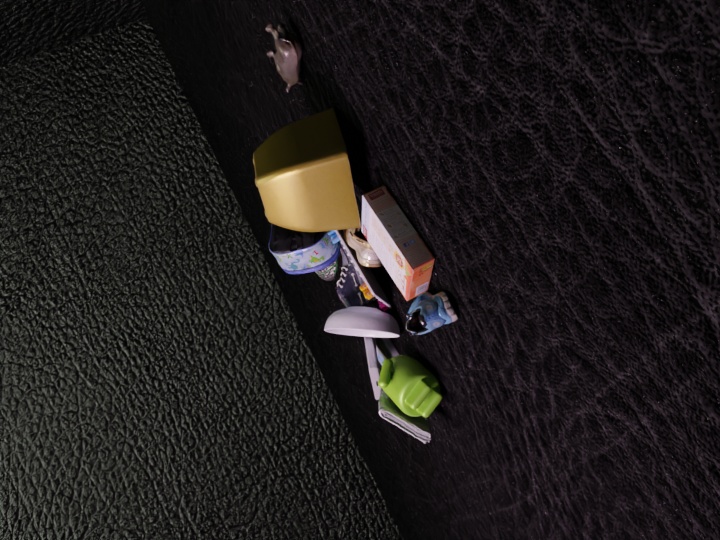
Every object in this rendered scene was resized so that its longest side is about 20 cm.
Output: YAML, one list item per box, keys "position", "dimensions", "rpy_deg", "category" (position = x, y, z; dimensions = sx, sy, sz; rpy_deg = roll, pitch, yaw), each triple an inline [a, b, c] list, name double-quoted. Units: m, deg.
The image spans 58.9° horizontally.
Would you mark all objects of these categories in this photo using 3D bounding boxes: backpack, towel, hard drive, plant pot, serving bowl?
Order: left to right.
- position: [-0.122, -0.200, 1.379]
  dimensions: [0.195, 0.198, 0.196]
  rpy_deg: [-105, 2, -47]
  category: "plant pot"
- position: [-0.135, -0.080, 1.650]
  dimensions: [0.201, 0.182, 0.148]
  rpy_deg: [-84, -24, -46]
  category: "backpack"
- position: [0.006, 0.132, 1.659]
  dimensions: [0.200, 0.198, 0.066]
  rpy_deg: [136, 139, -75]
  category: "serving bowl"
- position: [0.033, 0.242, 1.792]
  dimensions: [0.201, 0.026, 0.133]
  rpy_deg: [-100, -2, -50]
  category: "hard drive"
- position: [0.116, 0.354, 1.642]
  dimensions: [0.149, 0.031, 0.200]
  rpy_deg: [32, -166, -4]
  category: "towel"

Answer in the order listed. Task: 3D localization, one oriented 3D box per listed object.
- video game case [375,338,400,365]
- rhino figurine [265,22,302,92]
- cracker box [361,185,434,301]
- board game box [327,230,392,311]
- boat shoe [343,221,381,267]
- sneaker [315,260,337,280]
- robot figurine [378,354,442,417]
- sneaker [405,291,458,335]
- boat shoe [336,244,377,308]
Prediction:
- position: [0.091, 0.270, 1.865]
  dimensions: [0.200, 0.022, 0.183]
  rpy_deg: [56, 163, 32]
  category: "video game case"
- position: [-0.168, -0.475, 1.454]
  dimensions: [0.088, 0.060, 0.200]
  rpy_deg: [50, 166, 11]
  category: "rhino figurine"
- position: [0.072, -0.056, 1.308]
  dimensions: [0.201, 0.057, 0.134]
  rpy_deg: [57, 164, 24]
  category: "cracker box"
- position: [0.000, 0.000, 1.583]
  dimensions: [0.201, 0.026, 0.200]
  rpy_deg: [59, -174, 19]
  category: "board game box"
- position: [0.011, -0.080, 1.484]
  dimensions: [0.200, 0.073, 0.070]
  rpy_deg: [-123, 37, -57]
  category: "boat shoe"
- position: [-0.096, -0.070, 1.785]
  dimensions: [0.085, 0.077, 0.202]
  rpy_deg: [16, -118, -66]
  category: "sneaker"
- position: [0.122, 0.284, 1.586]
  dimensions: [0.175, 0.116, 0.200]
  rpy_deg: [36, 180, -29]
  category: "robot figurine"
- position: [0.123, 0.091, 1.307]
  dimensions: [0.079, 0.089, 0.200]
  rpy_deg: [63, 167, 4]
  category: "sneaker"
- position: [-0.033, 0.015, 1.728]
  dimensions: [0.201, 0.092, 0.075]
  rpy_deg: [62, 170, 8]
  category: "boat shoe"
